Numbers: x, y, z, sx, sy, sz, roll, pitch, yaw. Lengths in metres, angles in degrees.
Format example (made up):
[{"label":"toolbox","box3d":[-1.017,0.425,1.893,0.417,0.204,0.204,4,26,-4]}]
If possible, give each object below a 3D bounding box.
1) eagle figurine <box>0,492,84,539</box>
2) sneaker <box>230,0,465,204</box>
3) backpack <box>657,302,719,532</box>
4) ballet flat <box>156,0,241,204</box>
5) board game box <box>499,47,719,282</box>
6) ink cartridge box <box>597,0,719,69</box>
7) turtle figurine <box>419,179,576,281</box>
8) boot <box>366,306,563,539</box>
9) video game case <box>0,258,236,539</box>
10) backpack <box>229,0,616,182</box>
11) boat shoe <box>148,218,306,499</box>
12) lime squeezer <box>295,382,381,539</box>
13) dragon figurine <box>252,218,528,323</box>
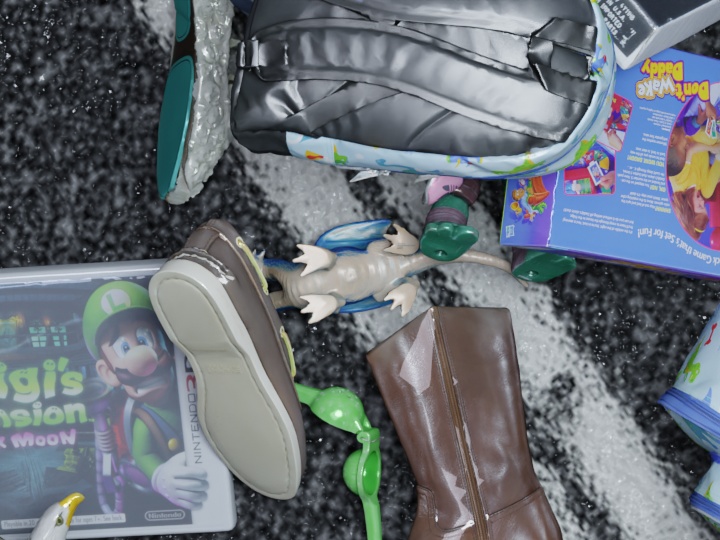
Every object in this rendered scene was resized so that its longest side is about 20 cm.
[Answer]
[{"label":"eagle figurine","box3d":[-0.233,0.188,1.620,0.200,0.152,0.151,31,69,-21]},{"label":"sneaker","box3d":[-0.010,-0.117,1.555,0.200,0.070,0.082,32,72,9]},{"label":"backpack","box3d":[0.278,0.112,1.570,0.200,0.183,0.147,33,90,11]},{"label":"ballet flat","box3d":[-0.092,-0.142,1.679,0.071,0.072,0.201,3,88,6]},{"label":"board game box","box3d":[0.181,-0.069,1.594,0.200,0.045,0.135,10,87,-38]},{"label":"ink cartridge box","box3d":[0.150,-0.228,1.592,0.198,0.200,0.043,50,123,7]},{"label":"turtle figurine","box3d":[0.091,-0.097,1.634,0.149,0.101,0.201,4,66,1]},{"label":"boot","box3d":[0.028,0.128,1.632,0.186,0.064,0.201,-17,100,-12]},{"label":"video game case","box3d":[-0.187,0.086,1.671,0.199,0.023,0.183,-3,104,6]},{"label":"backpack","box3d":[0.047,-0.123,1.468,0.199,0.154,0.164,6,79,22]},{"label":"boat shoe","box3d":[-0.072,0.058,1.618,0.072,0.200,0.060,4,43,31]},{"label":"lime squeezer","box3d":[-0.018,0.123,1.671,0.071,0.038,0.200,-32,86,3]},{"label":"dragon figurine","box3d":[0.000,0.000,1.659,0.199,0.099,0.059,-12,96,-8]}]
